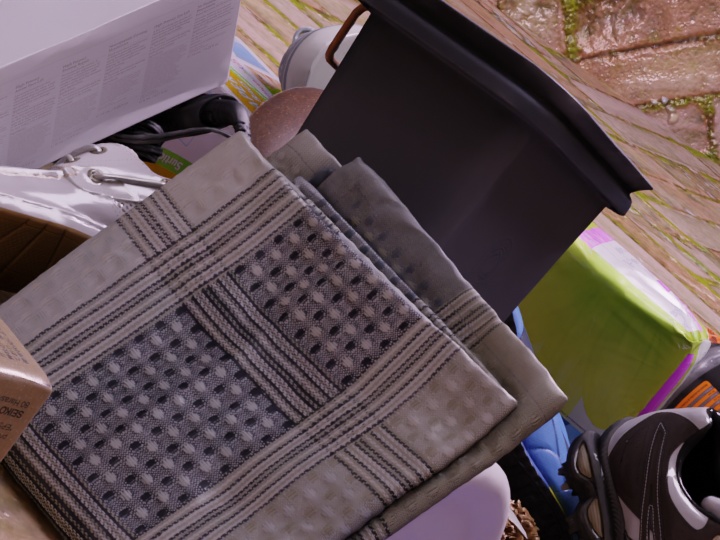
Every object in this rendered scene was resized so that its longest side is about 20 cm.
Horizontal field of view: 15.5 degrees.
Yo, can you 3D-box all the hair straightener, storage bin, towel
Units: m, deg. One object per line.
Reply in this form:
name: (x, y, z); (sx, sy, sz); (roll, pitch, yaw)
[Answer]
hair straightener: (-0.129, -0.065, 1.356); (0.077, 0.041, 0.200); (-30, 26, -37)
storage bin: (0.029, -0.043, 1.243); (0.145, 0.134, 0.200); (37, 0, 20)
towel: (-0.047, 0.040, 1.074); (0.193, 0.200, 0.035); (46, -19, 33)

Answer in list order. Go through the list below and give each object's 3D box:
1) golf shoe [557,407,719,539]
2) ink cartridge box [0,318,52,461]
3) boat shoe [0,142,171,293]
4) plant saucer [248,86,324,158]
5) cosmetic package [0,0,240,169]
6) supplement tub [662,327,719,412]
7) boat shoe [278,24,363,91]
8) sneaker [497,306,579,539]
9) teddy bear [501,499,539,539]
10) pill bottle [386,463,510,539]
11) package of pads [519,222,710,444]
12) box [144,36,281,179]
golf shoe: (0.167, 0.162, 1.305); (0.078, 0.094, 0.200); (5, 62, -55)
ink cartridge box: (-0.232, -0.005, 0.964); (0.165, 0.075, 0.200); (18, 24, -52)
boat shoe: (-0.124, -0.026, 1.245); (0.200, 0.071, 0.069); (15, 61, -31)
plant saucer: (0.000, 0.000, 1.372); (0.200, 0.037, 0.201); (23, 62, -52)
cosmetic package: (-0.148, -0.099, 1.262); (0.200, 0.083, 0.051); (-27, 60, -34)
supplement tub: (0.253, 0.132, 1.679); (0.122, 0.123, 0.200); (21, 21, -52)
boat shoe: (-0.008, -0.105, 1.501); (0.071, 0.070, 0.201); (24, 6, 24)
sneaker: (0.067, 0.067, 1.375); (0.078, 0.066, 0.200); (-55, 128, -71)
teddy bear: (0.032, 0.113, 1.266); (0.200, 0.067, 0.145); (47, 12, -50)
pill bottle: (-0.038, 0.065, 1.148); (0.200, 0.114, 0.114); (45, 15, 32)
package of pads: (0.081, 0.030, 1.500); (0.200, 0.155, 0.068); (41, 13, 14)
box: (-0.079, -0.055, 1.486); (0.112, 0.101, 0.200); (21, 21, -52)
